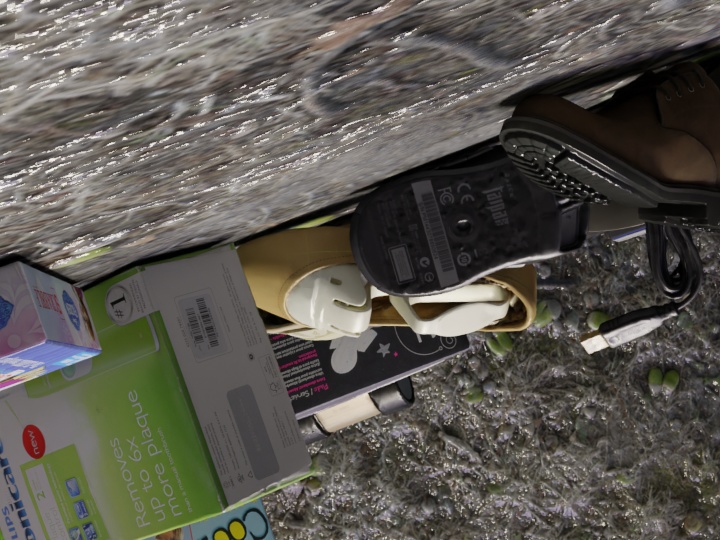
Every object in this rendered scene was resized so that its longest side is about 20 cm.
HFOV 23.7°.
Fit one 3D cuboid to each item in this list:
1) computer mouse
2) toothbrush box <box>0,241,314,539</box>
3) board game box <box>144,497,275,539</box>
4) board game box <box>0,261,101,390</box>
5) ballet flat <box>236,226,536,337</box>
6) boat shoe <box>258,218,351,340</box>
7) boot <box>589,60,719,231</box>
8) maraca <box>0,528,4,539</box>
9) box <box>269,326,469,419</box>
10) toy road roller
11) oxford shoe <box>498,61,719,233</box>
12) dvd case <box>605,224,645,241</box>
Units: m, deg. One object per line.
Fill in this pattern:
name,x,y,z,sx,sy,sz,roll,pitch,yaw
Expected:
computer mouse,0.102,-0.013,1.011,0.198,0.142,0.046,-21,-170,11
toothbrush box,-0.143,0.087,1.030,0.199,0.147,0.086,-22,176,41
board game box,-0.148,0.135,1.292,0.104,0.202,0.103,-18,176,-16
board game box,-0.237,0.054,0.844,0.198,0.042,0.200,-20,176,-2
ballet flat,0.016,0.010,1.047,0.198,0.063,0.069,-2,133,-11
boat shoe,0.000,0.000,1.138,0.065,0.073,0.199,-4,164,-43
boot,0.188,-0.080,1.024,0.199,0.074,0.075,-25,-175,29
maraca,-0.220,0.150,1.177,0.106,0.138,0.200,-15,-161,10
box,-0.035,0.054,1.385,0.198,0.116,0.132,-18,176,-21
toy road roller,-0.029,0.052,1.619,0.122,0.147,0.201,-21,-146,16
oxford shoe,0.145,-0.073,0.904,0.072,0.085,0.199,10,180,44
dvd case,0.250,-0.088,1.082,0.150,0.025,0.200,-43,-171,-23
